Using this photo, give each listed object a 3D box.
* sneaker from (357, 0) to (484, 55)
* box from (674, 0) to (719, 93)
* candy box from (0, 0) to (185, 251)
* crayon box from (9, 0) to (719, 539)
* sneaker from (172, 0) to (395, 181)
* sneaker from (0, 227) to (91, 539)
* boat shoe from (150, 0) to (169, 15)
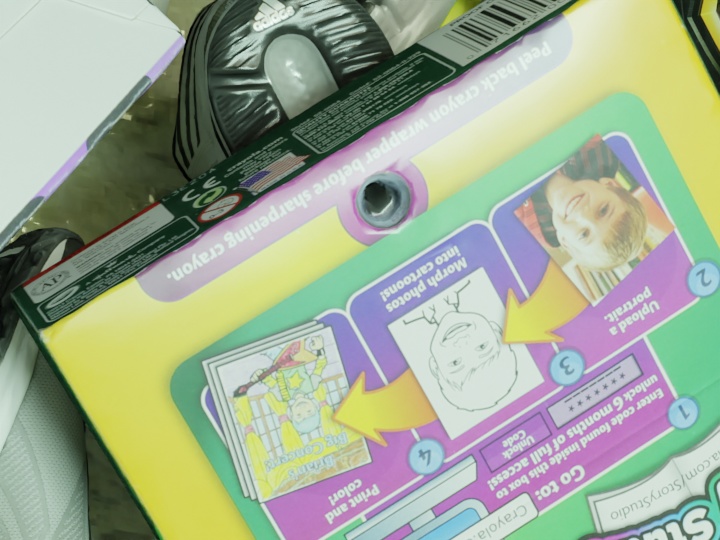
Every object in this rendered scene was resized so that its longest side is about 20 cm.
[{"bbox_3d":[0.056,-0.104,1.012,0.090,0.078,0.200,50,59,-17],"label":"sneaker"},{"bbox_3d":[0.109,-0.088,0.983,0.160,0.049,0.200,-16,101,-46],"label":"box"},{"bbox_3d":[-0.153,0.010,0.722,0.072,0.200,0.168,44,29,-7],"label":"candy box"},{"bbox_3d":[0.030,0.031,0.838,0.200,0.058,0.173,-32,109,-7],"label":"crayon box"},{"bbox_3d":[0.000,0.000,0.917,0.076,0.115,0.201,-23,102,-9],"label":"sneaker"},{"bbox_3d":[-0.107,0.084,0.848,0.079,0.074,0.201,22,68,-31],"label":"sneaker"},{"bbox_3d":[-0.092,-0.159,0.922,0.063,0.073,0.200,12,71,-29],"label":"boat shoe"}]
